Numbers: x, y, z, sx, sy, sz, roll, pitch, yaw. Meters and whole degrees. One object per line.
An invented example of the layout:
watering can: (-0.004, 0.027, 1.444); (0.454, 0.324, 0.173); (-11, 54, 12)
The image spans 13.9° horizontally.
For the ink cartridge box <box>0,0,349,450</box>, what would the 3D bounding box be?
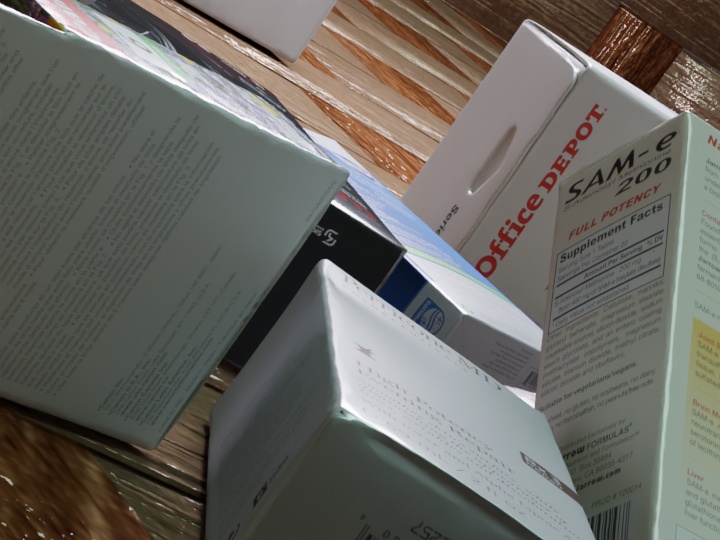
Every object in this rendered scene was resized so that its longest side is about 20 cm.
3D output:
ink cartridge box: (-0.103, -0.025, 0.850); (0.200, 0.109, 0.050); (25, 13, -50)

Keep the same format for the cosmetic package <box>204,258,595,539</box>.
cosmetic package: (0.010, 0.069, 0.914); (0.101, 0.074, 0.200); (35, 10, -10)

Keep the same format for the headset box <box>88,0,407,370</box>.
headset box: (-0.081, -0.042, 1.133); (0.148, 0.077, 0.200); (32, 8, -27)

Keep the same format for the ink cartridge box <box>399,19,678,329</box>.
ink cartridge box: (0.136, -0.026, 1.645); (0.199, 0.145, 0.084); (29, 10, -33)

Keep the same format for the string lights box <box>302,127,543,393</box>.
string lights box: (0.000, 0.000, 1.275); (0.103, 0.059, 0.200); (27, 13, -49)

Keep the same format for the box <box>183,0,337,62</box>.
box: (-0.115, -0.250, 1.987); (0.200, 0.107, 0.152); (28, 12, -42)

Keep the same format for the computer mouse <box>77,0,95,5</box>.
computer mouse: (-0.167, -0.109, 1.046); (0.199, 0.044, 0.110); (2, 7, -4)

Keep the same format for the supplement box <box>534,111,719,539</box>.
supplement box: (0.128, 0.063, 1.051); (0.126, 0.073, 0.201); (31, 50, -28)

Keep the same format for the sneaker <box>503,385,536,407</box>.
sneaker: (0.100, 0.092, 1.134); (0.200, 0.074, 0.080); (32, 6, -28)
